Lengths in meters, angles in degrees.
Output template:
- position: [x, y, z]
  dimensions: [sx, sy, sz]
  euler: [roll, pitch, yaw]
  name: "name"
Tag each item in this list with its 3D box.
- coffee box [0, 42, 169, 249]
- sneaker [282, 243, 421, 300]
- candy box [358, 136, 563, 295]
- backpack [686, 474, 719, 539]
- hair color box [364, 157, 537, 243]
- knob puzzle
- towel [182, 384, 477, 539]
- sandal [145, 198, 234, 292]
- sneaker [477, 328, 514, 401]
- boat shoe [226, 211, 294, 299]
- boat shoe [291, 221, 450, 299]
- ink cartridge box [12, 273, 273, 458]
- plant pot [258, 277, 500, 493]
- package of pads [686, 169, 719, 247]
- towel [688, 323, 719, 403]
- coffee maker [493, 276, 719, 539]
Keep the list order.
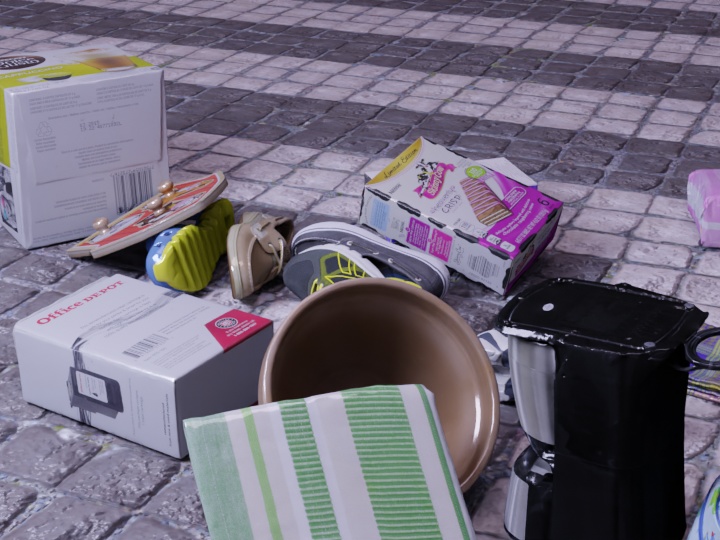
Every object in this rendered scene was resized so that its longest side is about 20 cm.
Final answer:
- position: [-0.376, -0.169, 1.568]
  dimensions: [0.200, 0.200, 0.198]
  euler: [-14, 27, -29]
  name: "coffee box"
- position: [-0.015, 0.028, 1.277]
  dimensions: [0.200, 0.075, 0.085]
  euler: [19, 31, 36]
  name: "sneaker"
- position: [0.118, -0.068, 1.427]
  dimensions: [0.200, 0.061, 0.136]
  euler: [26, 44, 20]
  name: "candy box"
- position: [0.319, 0.183, 0.866]
  dimensions: [0.200, 0.154, 0.163]
  euler: [-30, 62, -28]
  name: "backpack"
- position: [0.114, -0.092, 1.565]
  dimensions: [0.200, 0.065, 0.109]
  euler: [-6, 25, -17]
  name: "hair color box"
- position: [-0.241, -0.076, 1.433]
  dimensions: [0.219, 0.030, 0.220]
  euler: [-24, 16, 7]
  name: "knob puzzle"
- position: [-0.021, 0.168, 0.919]
  dimensions: [0.200, 0.023, 0.153]
  euler: [-9, 70, -19]
  name: "towel"
- position: [-0.210, -0.026, 1.412]
  dimensions: [0.087, 0.080, 0.200]
  euler: [-3, 16, 13]
  name: "sandal"
- position: [0.207, 0.082, 1.150]
  dimensions: [0.199, 0.080, 0.130]
  euler: [5, 31, 36]
  name: "sneaker"
- position: [-0.113, -0.022, 1.400]
  dimensions: [0.065, 0.072, 0.200]
  euler: [-1, 18, 4]
  name: "boat shoe"
- position: [0.000, 0.000, 1.361]
  dimensions: [0.200, 0.070, 0.066]
  euler: [20, 28, 23]
  name: "boat shoe"
- position: [-0.202, 0.083, 1.142]
  dimensions: [0.200, 0.083, 0.145]
  euler: [14, 28, 30]
  name: "ink cartridge box"
- position: [0.007, 0.115, 1.013]
  dimensions: [0.201, 0.201, 0.093]
  euler: [-10, -18, -21]
  name: "plant pot"
- position: [0.515, -0.076, 1.515]
  dimensions: [0.200, 0.076, 0.121]
  euler: [2, 27, 5]
  name: "package of pads"
- position: [0.338, 0.082, 1.222]
  dimensions: [0.200, 0.023, 0.144]
  euler: [16, 29, 31]
  name: "towel"
- position: [0.191, 0.126, 0.900]
  dimensions: [0.135, 0.200, 0.192]
  euler: [-18, 25, -27]
  name: "coffee maker"
